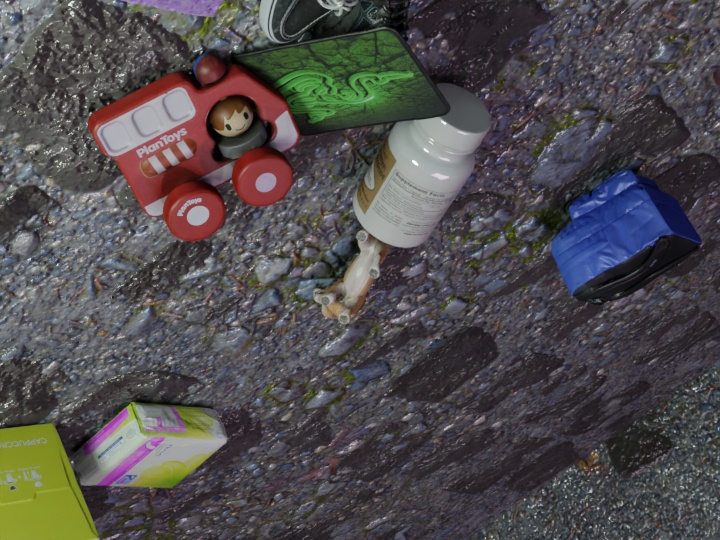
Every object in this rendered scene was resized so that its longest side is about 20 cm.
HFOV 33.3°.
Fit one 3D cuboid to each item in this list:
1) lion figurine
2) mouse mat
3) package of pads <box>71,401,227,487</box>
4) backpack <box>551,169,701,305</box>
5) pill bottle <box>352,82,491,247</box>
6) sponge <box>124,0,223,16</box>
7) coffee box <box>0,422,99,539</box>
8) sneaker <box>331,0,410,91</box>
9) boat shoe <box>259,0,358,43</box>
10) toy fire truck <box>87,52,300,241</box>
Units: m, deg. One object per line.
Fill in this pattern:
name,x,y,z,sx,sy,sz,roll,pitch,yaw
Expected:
lion figurine,0.000,0.000,1.701,0.200,0.072,0.122,-51,179,24
mouse mat,-0.020,-0.198,1.292,0.200,0.008,0.161,-4,152,28
package of pads,-0.320,0.271,1.863,0.154,0.068,0.200,-40,151,23
backpack,0.403,-0.047,1.893,0.200,0.168,0.162,-39,148,27
pill bottle,0.078,-0.133,1.510,0.114,0.114,0.200,-7,145,-35
sponge,-0.136,-0.320,1.094,0.111,0.030,0.200,1,140,-43
coffee box,-0.516,0.354,1.679,0.199,0.200,0.198,-2,141,-41
sneaker,0.032,-0.277,1.263,0.073,0.082,0.200,-14,149,-26
boat shoe,-0.028,-0.292,1.198,0.074,0.068,0.199,9,135,-49
toy fire truck,-0.170,-0.142,1.291,0.200,0.112,0.168,-28,134,-4
